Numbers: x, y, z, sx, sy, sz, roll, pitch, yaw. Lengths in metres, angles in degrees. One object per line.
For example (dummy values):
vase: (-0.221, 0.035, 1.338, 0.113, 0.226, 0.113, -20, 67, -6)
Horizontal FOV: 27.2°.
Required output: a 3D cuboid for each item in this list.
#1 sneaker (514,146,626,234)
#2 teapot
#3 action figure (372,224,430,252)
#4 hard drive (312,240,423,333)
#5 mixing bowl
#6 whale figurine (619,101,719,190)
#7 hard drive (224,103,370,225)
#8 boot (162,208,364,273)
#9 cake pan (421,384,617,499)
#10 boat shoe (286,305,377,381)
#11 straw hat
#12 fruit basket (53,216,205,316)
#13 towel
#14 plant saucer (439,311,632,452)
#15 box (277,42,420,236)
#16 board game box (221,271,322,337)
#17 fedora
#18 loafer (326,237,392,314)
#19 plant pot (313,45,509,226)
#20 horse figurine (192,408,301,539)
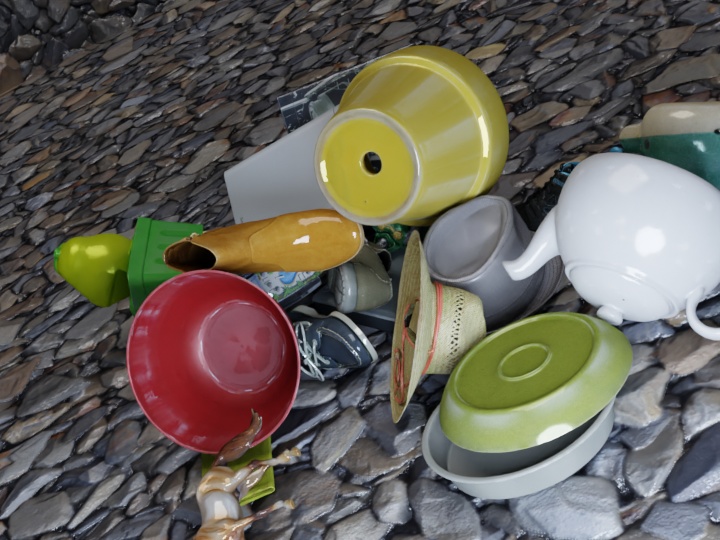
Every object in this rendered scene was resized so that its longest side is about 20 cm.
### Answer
sneaker: (0.234, -0.087, 1.740, 0.198, 0.082, 0.073, -18, 28, 22)
teapot: (0.277, -0.014, 1.478, 0.147, 0.196, 0.200, -67, 17, -15)
action figure: (0.067, -0.101, 1.809, 0.118, 0.055, 0.201, 28, 92, 22)
hard drive: (0.050, 0.017, 1.778, 0.139, 0.033, 0.199, -40, 27, -25)
mixing bowl: (-0.147, 0.093, 1.643, 0.199, 0.202, 0.108, -19, 1, 16)
whale figurine: (0.373, -0.136, 1.702, 0.157, 0.105, 0.200, -3, 0, -9)
hard drive: (-0.076, -0.107, 1.852, 0.199, 0.027, 0.133, -28, 65, 27)
boot: (-0.110, -0.022, 1.657, 0.200, 0.072, 0.144, -5, 6, 36)
cake pan: (0.156, 0.147, 1.419, 0.199, 0.037, 0.201, -22, 25, 11)
boat shoe: (-0.049, 0.083, 1.699, 0.062, 0.075, 0.200, -34, 24, -21)
straw hat: (0.086, 0.062, 1.541, 0.084, 0.203, 0.201, 6, 26, -5)
fruit basket: (-0.299, 0.018, 1.969, 0.213, 0.157, 0.216, -8, 26, 4)
towel: (-0.138, 0.198, 1.634, 0.085, 0.018, 0.200, -25, 25, 6)
plant saucer: (0.161, 0.098, 1.427, 0.198, 0.031, 0.200, -23, 26, 11)
box: (0.024, -0.160, 1.915, 0.195, 0.202, 0.124, -20, -5, 17)
board game box: (-0.124, 0.033, 1.809, 0.199, 0.062, 0.200, -32, 5, -10)
fedora: (0.130, -0.016, 1.647, 0.176, 0.091, 0.200, 18, 51, 34)
loafer: (0.000, 0.000, 1.757, 0.069, 0.076, 0.200, 4, 24, -8)
plant pot: (0.045, -0.137, 1.661, 0.199, 0.203, 0.189, -13, 11, 28)
horse figurine: (-0.124, 0.235, 1.495, 0.132, 0.050, 0.201, -21, 38, 13)
